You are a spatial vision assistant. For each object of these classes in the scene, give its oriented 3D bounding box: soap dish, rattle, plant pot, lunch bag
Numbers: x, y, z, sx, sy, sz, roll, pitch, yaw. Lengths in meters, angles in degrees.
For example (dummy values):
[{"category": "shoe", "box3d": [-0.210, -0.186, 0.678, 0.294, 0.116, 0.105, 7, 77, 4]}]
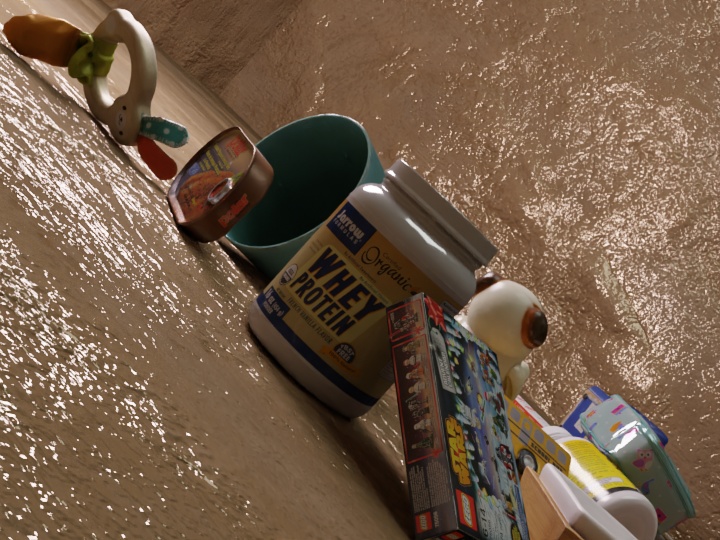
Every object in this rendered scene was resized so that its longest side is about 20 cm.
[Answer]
[{"category": "soap dish", "box3d": [0.243, 0.300, 1.127, 0.200, 0.081, 0.157, 42, 4, -12]}, {"category": "rattle", "box3d": [-0.290, -0.197, 1.239, 0.143, 0.130, 0.201, 14, 54, -60]}, {"category": "plant pot", "box3d": [-0.044, -0.055, 1.308, 0.201, 0.200, 0.161, 47, -5, 48]}, {"category": "plant pot", "box3d": [0.630, 0.425, 2.858, 0.179, 0.200, 0.200, 35, 7, -20]}, {"category": "lunch bag", "box3d": [0.383, 0.268, 1.544, 0.161, 0.077, 0.200, 57, 3, -11]}]

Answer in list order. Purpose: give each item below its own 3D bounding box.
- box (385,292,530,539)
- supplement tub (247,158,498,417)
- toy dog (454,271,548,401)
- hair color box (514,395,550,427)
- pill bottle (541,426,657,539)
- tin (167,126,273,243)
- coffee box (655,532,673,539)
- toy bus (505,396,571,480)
[{"category": "box", "box3d": [0.080, 0.134, 0.892, 0.137, 0.040, 0.201, 37, 37, -47]}, {"category": "supplement tub", "box3d": [0.012, 0.014, 0.994, 0.144, 0.200, 0.144, 42, 4, -3]}, {"category": "toy dog", "box3d": [0.139, 0.097, 1.371, 0.140, 0.200, 0.194, 45, 4, 39]}, {"category": "hair color box", "box3d": [0.288, 0.274, 1.978, 0.200, 0.064, 0.111, 46, 6, 20]}, {"category": "pill bottle", "box3d": [0.285, 0.287, 1.440, 0.112, 0.113, 0.200, 40, 5, -30]}, {"category": "tin", "box3d": [-0.149, -0.093, 1.182, 0.042, 0.112, 0.200, 41, 5, -24]}, {"category": "coffee box", "box3d": [0.387, 0.386, 1.637, 0.200, 0.080, 0.113, 42, 5, -15]}, {"category": "toy bus", "box3d": [0.149, 0.186, 1.269, 0.200, 0.065, 0.078, 42, 43, -15]}]
